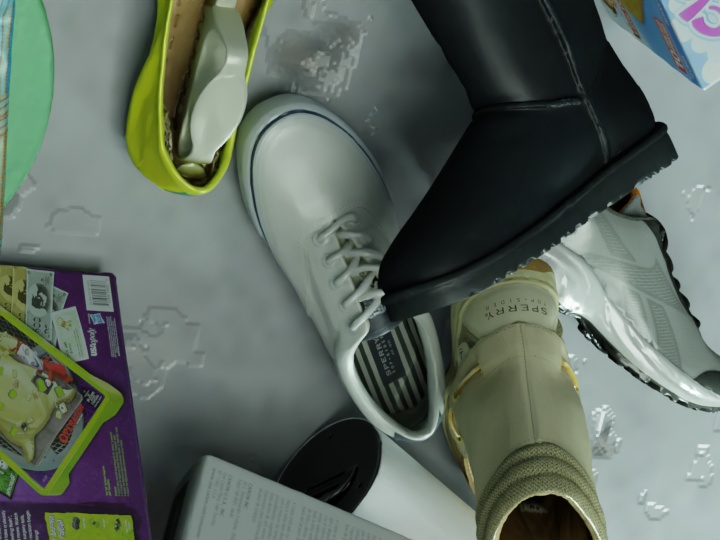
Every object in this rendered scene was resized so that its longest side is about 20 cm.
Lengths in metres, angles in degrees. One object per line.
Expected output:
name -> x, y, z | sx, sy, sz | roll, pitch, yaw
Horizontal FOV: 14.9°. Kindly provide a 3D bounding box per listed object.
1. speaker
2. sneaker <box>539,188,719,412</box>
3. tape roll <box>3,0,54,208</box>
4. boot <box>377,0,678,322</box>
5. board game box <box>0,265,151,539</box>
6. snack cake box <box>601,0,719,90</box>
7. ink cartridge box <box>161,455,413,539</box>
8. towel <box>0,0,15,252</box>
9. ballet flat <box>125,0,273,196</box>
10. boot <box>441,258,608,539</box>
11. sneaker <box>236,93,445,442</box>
speaker -> 0.042, 0.165, 1.491 | 0.081, 0.081, 0.200 | -47, 121, 2
sneaker -> 0.145, 0.007, 1.473 | 0.200, 0.074, 0.079 | 41, 88, -31
tape roll -> -0.243, -0.092, 1.278 | 0.199, 0.048, 0.202 | -9, 116, -19
boot -> 0.052, -0.087, 1.344 | 0.200, 0.076, 0.169 | -33, 99, -32
board game box -> -0.164, 0.087, 1.315 | 0.119, 0.201, 0.032 | 8, 145, -28
snack cake box -> 0.133, -0.201, 1.351 | 0.067, 0.115, 0.201 | -34, 120, -6
ink cartridge box -> -0.011, 0.198, 1.355 | 0.199, 0.163, 0.057 | 26, 135, -15
towel -> -0.220, -0.038, 1.235 | 0.146, 0.022, 0.201 | -21, 135, -33
ballet flat -> -0.066, -0.129, 1.325 | 0.066, 0.067, 0.201 | 6, 109, -24
boot -> 0.086, 0.110, 1.415 | 0.072, 0.156, 0.201 | -6, 142, -3
sneaker -> 0.000, 0.000, 1.407 | 0.073, 0.071, 0.201 | -32, 121, -7
